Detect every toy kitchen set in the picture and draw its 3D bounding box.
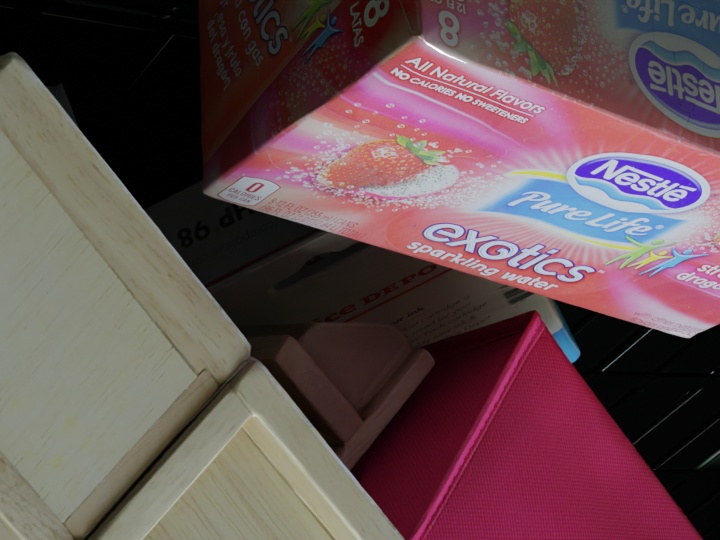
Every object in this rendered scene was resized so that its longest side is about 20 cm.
[{"bbox_3d":[-0.086,0.020,0.598,0.200,0.180,0.163,-7,-144,54],"label":"toy kitchen set"}]

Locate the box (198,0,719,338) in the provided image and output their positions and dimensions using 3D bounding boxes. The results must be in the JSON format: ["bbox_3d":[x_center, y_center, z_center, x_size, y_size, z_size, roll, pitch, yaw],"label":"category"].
[{"bbox_3d":[0.060,-0.058,0.607,0.200,0.095,0.103,17,148,-36],"label":"box"}]

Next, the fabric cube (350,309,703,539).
[{"bbox_3d":[0.007,0.167,0.676,0.200,0.199,0.196,-20,-153,43],"label":"fabric cube"}]

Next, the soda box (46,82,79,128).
[{"bbox_3d":[-0.136,0.025,0.694,0.068,0.063,0.200,-11,150,-24],"label":"soda box"}]

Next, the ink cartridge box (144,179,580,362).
[{"bbox_3d":[0.000,0.000,0.758,0.116,0.067,0.200,-26,154,6],"label":"ink cartridge box"}]
